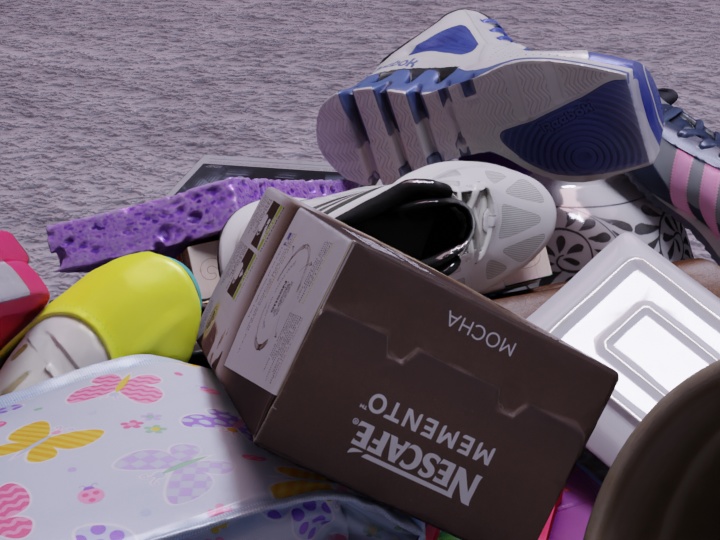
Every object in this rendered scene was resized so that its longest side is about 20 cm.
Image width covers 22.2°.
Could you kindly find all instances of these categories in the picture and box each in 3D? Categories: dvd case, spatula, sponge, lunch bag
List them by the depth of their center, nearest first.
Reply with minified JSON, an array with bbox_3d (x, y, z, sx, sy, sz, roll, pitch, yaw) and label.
[{"bbox_3d":[-0.088,0.118,0.709,0.199,0.128,0.169,-20,25,-23],"label":"lunch bag"},{"bbox_3d":[-0.081,-0.026,1.037,0.111,0.030,0.200,-15,-4,19],"label":"sponge"},{"bbox_3d":[0.136,-0.088,1.135,0.056,0.021,0.199,16,25,40],"label":"spatula"},{"bbox_3d":[-0.063,-0.037,1.253,0.149,0.025,0.200,4,20,10],"label":"dvd case"}]

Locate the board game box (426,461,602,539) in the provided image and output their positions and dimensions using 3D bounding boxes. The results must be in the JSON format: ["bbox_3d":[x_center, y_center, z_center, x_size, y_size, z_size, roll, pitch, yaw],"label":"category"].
[{"bbox_3d":[0.054,0.103,0.820,0.157,0.039,0.200,-12,34,-29],"label":"board game box"}]

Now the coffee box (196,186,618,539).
[{"bbox_3d":[0.008,0.034,0.724,0.112,0.080,0.200,27,2,-13],"label":"coffee box"}]

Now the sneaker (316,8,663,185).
[{"bbox_3d":[0.080,-0.112,1.074,0.198,0.081,0.115,-1,35,24],"label":"sneaker"}]

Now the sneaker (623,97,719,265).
[{"bbox_3d":[0.224,-0.058,1.096,0.200,0.082,0.070,45,40,2],"label":"sneaker"}]

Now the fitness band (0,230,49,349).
[{"bbox_3d":[-0.200,0.040,0.755,0.143,0.038,0.200,-38,-2,4],"label":"fitness band"}]

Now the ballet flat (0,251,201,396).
[{"bbox_3d":[-0.149,0.064,0.810,0.200,0.067,0.067,-36,-2,29],"label":"ballet flat"}]

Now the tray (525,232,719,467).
[{"bbox_3d":[0.163,0.064,0.844,0.107,0.022,0.200,-40,63,-21],"label":"tray"}]

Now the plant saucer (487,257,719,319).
[{"bbox_3d":[0.116,0.024,0.979,0.199,0.037,0.200,-12,0,0],"label":"plant saucer"}]

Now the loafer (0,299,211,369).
[{"bbox_3d":[-0.086,0.030,0.861,0.198,0.063,0.072,8,33,5],"label":"loafer"}]

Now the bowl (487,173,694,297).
[{"bbox_3d":[0.122,-0.034,1.158,0.199,0.095,0.201,0,21,0],"label":"bowl"}]

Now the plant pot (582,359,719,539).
[{"bbox_3d":[0.202,0.129,0.639,0.173,0.202,0.199,5,14,-40],"label":"plant pot"}]

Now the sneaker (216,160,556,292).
[{"bbox_3d":[0.041,-0.012,0.895,0.199,0.076,0.115,-11,6,-35],"label":"sneaker"}]

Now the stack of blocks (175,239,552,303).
[{"bbox_3d":[0.000,0.000,1.013,0.198,0.059,0.115,-13,-3,-13],"label":"stack of blocks"}]
